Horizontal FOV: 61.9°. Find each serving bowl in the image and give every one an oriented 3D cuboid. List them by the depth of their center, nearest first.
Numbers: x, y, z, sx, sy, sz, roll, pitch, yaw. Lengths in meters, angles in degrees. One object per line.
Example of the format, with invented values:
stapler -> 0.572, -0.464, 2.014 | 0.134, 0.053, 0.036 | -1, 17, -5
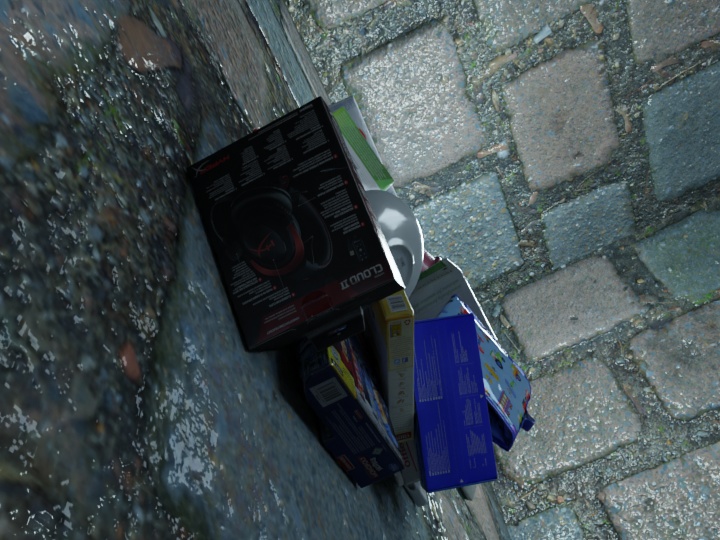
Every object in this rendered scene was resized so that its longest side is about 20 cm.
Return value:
serving bowl -> 0.024, -0.006, 0.847 | 0.065, 0.201, 0.202 | 25, -24, 43

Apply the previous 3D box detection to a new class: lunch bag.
lunch bag -> 0.170, 0.151, 0.857 | 0.199, 0.095, 0.150 | 40, 27, 9

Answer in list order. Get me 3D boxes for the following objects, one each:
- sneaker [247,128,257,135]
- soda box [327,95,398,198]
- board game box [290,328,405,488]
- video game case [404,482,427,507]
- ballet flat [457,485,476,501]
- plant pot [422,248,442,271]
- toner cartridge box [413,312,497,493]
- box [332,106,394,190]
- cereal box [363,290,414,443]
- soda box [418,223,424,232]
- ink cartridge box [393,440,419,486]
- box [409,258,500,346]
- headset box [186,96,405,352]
sneaker -> -0.099, -0.089, 0.698 | 0.116, 0.079, 0.200 | 45, -2, -43
soda box -> -0.006, -0.185, 1.028 | 0.204, 0.063, 0.068 | 66, -20, -4
board game box -> -0.029, 0.102, 0.686 | 0.202, 0.060, 0.202 | -106, 169, -51
video game case -> 0.052, 0.246, 0.976 | 0.202, 0.022, 0.185 | -102, 167, -55
ballet flat -> 0.143, 0.222, 0.858 | 0.203, 0.068, 0.070 | -104, 168, -49
plant pot -> 0.066, 0.005, 1.236 | 0.180, 0.199, 0.200 | 50, 9, -4
toner cartridge box -> 0.108, 0.162, 0.753 | 0.043, 0.092, 0.207 | 136, -53, -82
box -> -0.043, -0.141, 0.887 | 0.146, 0.036, 0.200 | 53, 46, -9
cereal box -> 0.033, 0.094, 0.752 | 0.145, 0.038, 0.205 | -111, -164, -55
soda box -> 0.040, -0.023, 1.091 | 0.068, 0.063, 0.202 | 44, 54, -18
ink cartridge box -> 0.082, 0.241, 0.875 | 0.200, 0.066, 0.119 | 44, 23, -69
box -> 0.125, 0.120, 1.061 | 0.204, 0.196, 0.171 | 61, 3, -8
headset box -> -0.056, -0.029, 0.559 | 0.204, 0.146, 0.075 | 67, 8, 12
